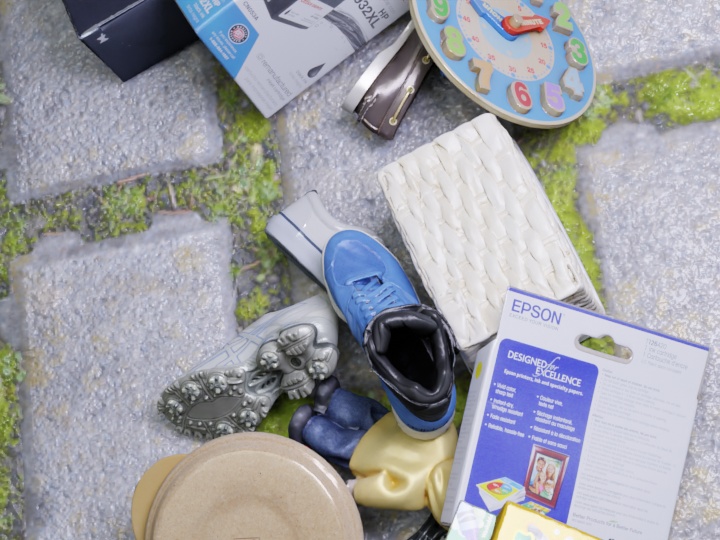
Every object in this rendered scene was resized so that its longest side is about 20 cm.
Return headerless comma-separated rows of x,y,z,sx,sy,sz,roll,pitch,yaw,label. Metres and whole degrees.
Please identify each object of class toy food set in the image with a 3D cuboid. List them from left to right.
-0.092,0.238,1.379,0.198,0.049,0.200,-19,84,7,toy food set

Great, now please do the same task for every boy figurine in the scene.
0.038,0.160,1.406,0.199,0.065,0.124,25,56,25,boy figurine

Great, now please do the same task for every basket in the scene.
0.113,-0.020,1.422,0.135,0.123,0.201,-28,70,5,basket

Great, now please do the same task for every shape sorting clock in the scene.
0.131,-0.213,1.455,0.201,0.199,0.039,59,135,20,shape sorting clock

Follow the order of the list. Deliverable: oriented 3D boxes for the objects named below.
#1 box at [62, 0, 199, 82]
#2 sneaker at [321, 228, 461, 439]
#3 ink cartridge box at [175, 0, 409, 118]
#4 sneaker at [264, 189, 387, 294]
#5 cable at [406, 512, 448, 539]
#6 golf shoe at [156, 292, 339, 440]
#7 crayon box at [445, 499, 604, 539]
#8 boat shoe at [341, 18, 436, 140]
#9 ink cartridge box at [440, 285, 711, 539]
-0.208,-0.329,1.590,0.196,0.117,0.201,-29,69,4,box
0.025,0.037,1.361,0.076,0.111,0.201,-20,69,-9,sneaker
-0.056,-0.262,1.507,0.199,0.145,0.084,-37,49,4,ink cartridge box
0.000,0.000,1.472,0.071,0.073,0.200,-45,72,-6,sneaker
0.052,0.253,1.417,0.097,0.050,0.201,24,69,28,cable
-0.095,0.086,1.476,0.199,0.079,0.098,-25,25,27,golf shoe
0.151,0.263,1.241,0.198,0.052,0.127,21,68,4,crayon box
0.065,-0.212,1.519,0.059,0.072,0.200,39,80,1,boat shoe
0.179,0.137,1.349,0.196,0.047,0.202,17,79,-16,ink cartridge box
